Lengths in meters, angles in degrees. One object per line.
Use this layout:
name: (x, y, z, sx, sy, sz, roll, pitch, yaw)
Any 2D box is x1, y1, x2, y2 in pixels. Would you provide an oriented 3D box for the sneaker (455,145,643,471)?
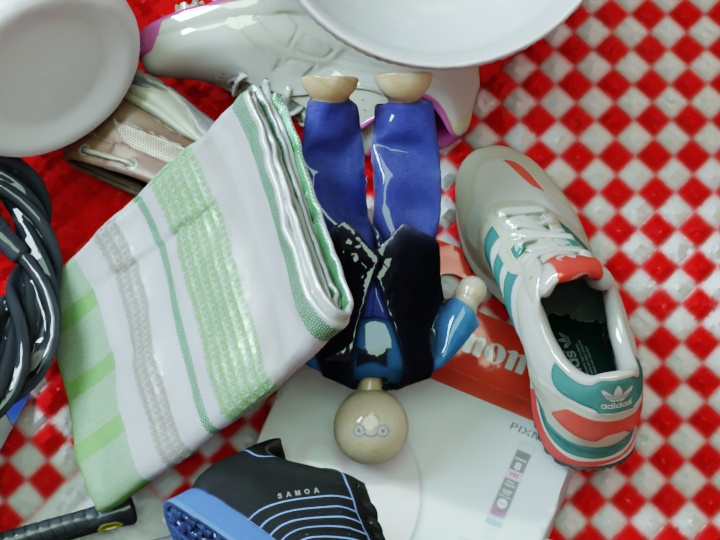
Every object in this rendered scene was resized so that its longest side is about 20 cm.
sneaker: (0.106, 0.001, 1.171, 0.070, 0.094, 0.201, -10, 60, -13)

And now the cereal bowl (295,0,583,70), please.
cereal bowl: (0.039, -0.205, 1.158, 0.198, 0.083, 0.202, 0, 93, -4)

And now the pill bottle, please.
pill bottle: (-0.212, -0.165, 1.218, 0.114, 0.115, 0.200, -31, 53, -9)

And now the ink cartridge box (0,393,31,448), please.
ink cartridge box: (-0.252, 0.109, 1.141, 0.099, 0.039, 0.201, 16, 45, 6)

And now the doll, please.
doll: (0.000, 0.000, 1.148, 0.135, 0.048, 0.202, -2, 89, -8)

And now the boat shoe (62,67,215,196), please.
boat shoe: (-0.078, -0.039, 1.219, 0.199, 0.076, 0.072, 31, 80, 19)

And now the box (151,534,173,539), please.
box: (-0.129, 0.249, 1.130, 0.159, 0.044, 0.202, -13, 71, -4)

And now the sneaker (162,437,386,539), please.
sneaker: (-0.010, 0.142, 1.073, 0.078, 0.071, 0.199, -35, 46, -28)

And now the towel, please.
towel: (-0.094, 0.016, 1.143, 0.200, 0.031, 0.150, -39, 55, 31)

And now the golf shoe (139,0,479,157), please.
golf shoe: (-0.025, -0.110, 1.230, 0.198, 0.075, 0.093, -3, 81, -9)

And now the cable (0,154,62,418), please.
cable: (-0.236, 0.012, 1.164, 0.162, 0.051, 0.202, 3, 63, -25)

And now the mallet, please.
mallet: (-0.216, 0.149, 1.155, 0.198, 0.066, 0.041, -19, 63, -6)

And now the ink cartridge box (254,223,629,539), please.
ink cartridge box: (0.039, 0.079, 1.185, 0.161, 0.057, 0.201, 21, 77, 8)
